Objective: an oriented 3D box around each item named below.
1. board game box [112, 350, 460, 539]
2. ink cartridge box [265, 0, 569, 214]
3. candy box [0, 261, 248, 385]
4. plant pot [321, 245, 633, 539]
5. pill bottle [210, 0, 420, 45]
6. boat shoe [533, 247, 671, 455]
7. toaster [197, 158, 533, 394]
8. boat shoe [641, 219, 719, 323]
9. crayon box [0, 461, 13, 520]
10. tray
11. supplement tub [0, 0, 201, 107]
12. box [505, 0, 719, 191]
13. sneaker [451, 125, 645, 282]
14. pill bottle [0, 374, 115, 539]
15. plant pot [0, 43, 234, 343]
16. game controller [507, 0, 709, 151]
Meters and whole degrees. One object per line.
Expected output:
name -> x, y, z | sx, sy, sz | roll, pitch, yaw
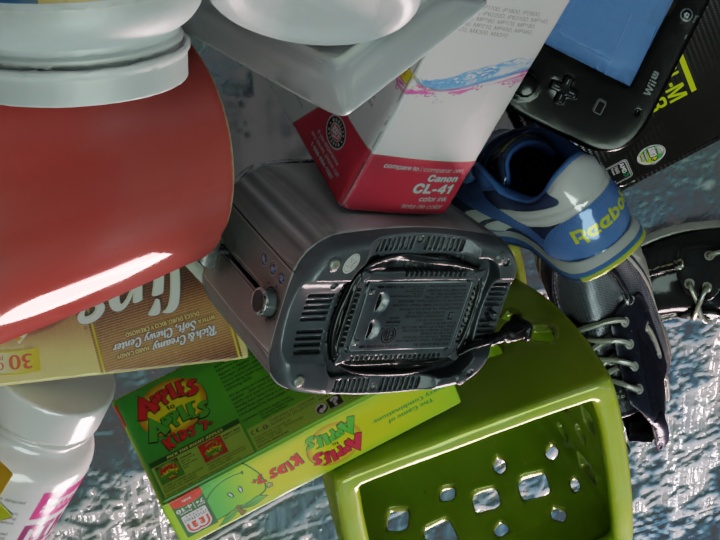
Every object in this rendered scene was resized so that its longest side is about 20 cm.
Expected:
board game box -> -0.048, 0.085, 1.691 | 0.200, 0.102, 0.048 | -27, 136, -4
ink cartridge box -> 0.033, -0.154, 1.549 | 0.086, 0.148, 0.200 | 6, 131, -35
candy box -> -0.175, 0.008, 1.640 | 0.200, 0.055, 0.116 | -6, 91, -22
plant pot -> 0.059, 0.104, 1.807 | 0.200, 0.182, 0.199 | -20, 140, -7
pill bottle -> -0.018, -0.230, 1.390 | 0.116, 0.200, 0.116 | 4, 160, 2
boat shoe -> 0.174, 0.049, 1.819 | 0.075, 0.093, 0.200 | -14, 142, 19
toaster -> 0.000, 0.000, 1.612 | 0.200, 0.129, 0.114 | -2, 120, -37
boat shoe -> 0.259, 0.005, 1.894 | 0.200, 0.060, 0.074 | -14, 140, -12
crayon box -> -0.307, 0.116, 1.637 | 0.200, 0.051, 0.127 | -18, 123, 41
tray -> -0.023, -0.151, 1.477 | 0.107, 0.200, 0.022 | -38, 125, -14
supplement tub -> -0.154, -0.196, 1.364 | 0.144, 0.145, 0.200 | -8, 108, -19
box -> 0.182, -0.143, 1.711 | 0.193, 0.048, 0.200 | -25, 140, 4
sneaker -> 0.096, -0.059, 1.665 | 0.074, 0.200, 0.082 | -46, 126, -20
pill bottle -> -0.244, 0.131, 1.735 | 0.113, 0.113, 0.200 | 8, 129, -33
plant pot -> -0.182, -0.061, 1.521 | 0.177, 0.200, 0.201 | -13, 139, -29
game controller -> 0.160, -0.175, 1.604 | 0.104, 0.042, 0.200 | 26, 95, -1
